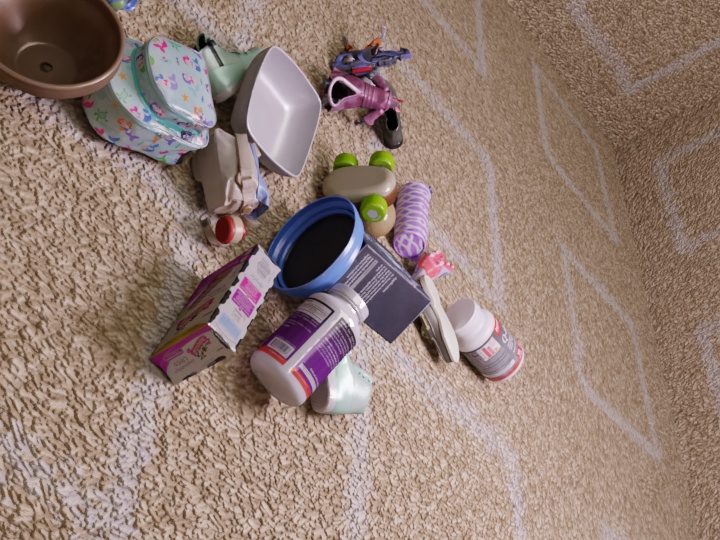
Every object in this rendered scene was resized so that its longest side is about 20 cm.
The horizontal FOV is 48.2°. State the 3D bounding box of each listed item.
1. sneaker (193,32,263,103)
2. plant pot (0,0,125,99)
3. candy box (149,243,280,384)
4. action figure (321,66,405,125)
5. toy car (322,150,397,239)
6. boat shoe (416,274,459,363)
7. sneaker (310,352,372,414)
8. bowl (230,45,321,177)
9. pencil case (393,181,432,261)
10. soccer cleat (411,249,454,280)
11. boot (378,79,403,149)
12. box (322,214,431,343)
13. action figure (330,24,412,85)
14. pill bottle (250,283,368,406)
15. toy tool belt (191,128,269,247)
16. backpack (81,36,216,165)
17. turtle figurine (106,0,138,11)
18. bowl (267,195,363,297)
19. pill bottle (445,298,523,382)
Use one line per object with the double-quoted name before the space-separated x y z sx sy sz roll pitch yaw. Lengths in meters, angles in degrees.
"sneaker" -0.251 -0.416 1.542 0.119 0.073 0.201 57 34 -23
"plant pot" -0.440 -0.312 1.137 0.198 0.093 0.203 12 59 -20
"candy box" -0.212 0.062 1.195 0.061 0.136 0.201 48 34 -20
"action figure" 0.012 -0.407 1.837 0.197 0.149 0.136 9 88 -12
"toy car" 0.012 -0.123 1.712 0.201 0.155 0.166 74 20 -46
"boat shoe" 0.161 0.115 1.790 0.204 0.060 0.072 68 20 5
"sneaker" -0.035 0.159 1.432 0.117 0.073 0.203 19 60 -42
"bowl" -0.168 -0.296 1.527 0.200 0.074 0.202 45 53 -51
"pencil case" 0.121 -0.121 1.890 0.202 0.083 0.086 -78 160 -44
"soccer cleat" 0.168 -0.004 1.896 0.067 0.076 0.200 49 12 9
"boot" 0.068 -0.409 1.972 0.131 0.067 0.203 77 0 -72
"box" 0.000 0.000 1.500 0.200 0.117 0.197 40 7 -36
"action figure" 0.032 -0.513 1.982 0.105 0.197 0.196 78 14 -55
"pill bottle" -0.078 0.116 1.307 0.200 0.112 0.113 -45 108 -25
"toy tool belt" -0.201 -0.137 1.374 0.122 0.124 0.203 3 65 -46
"backpack" -0.332 -0.274 1.263 0.199 0.150 0.180 9 61 -48
"turtle figurine" -0.433 -0.535 1.299 0.199 0.143 0.196 9 56 -57
"bowl" -0.079 -0.040 1.408 0.039 0.199 0.203 45 35 -37
"pill bottle" 0.286 0.163 1.887 0.200 0.115 0.117 44 36 -29
